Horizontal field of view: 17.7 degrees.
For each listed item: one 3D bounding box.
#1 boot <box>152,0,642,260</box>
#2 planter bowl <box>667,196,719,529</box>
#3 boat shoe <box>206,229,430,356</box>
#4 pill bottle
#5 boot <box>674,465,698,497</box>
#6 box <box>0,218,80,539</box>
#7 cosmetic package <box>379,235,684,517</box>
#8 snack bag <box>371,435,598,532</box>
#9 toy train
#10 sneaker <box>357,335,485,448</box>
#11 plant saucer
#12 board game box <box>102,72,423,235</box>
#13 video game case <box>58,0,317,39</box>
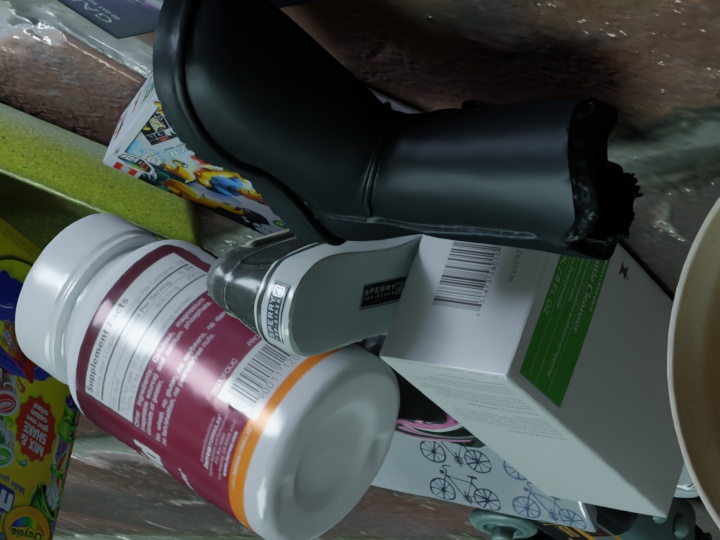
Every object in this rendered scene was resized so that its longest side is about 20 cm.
[{"bbox_3d":[0.022,-0.065,1.004,0.167,0.077,0.200,2,156,26],"label":"boot"},{"bbox_3d":[0.242,0.037,0.931,0.200,0.201,0.134,6,-175,41],"label":"planter bowl"},{"bbox_3d":[0.000,0.000,1.205,0.063,0.071,0.200,22,-166,33],"label":"boat shoe"},{"bbox_3d":[-0.087,0.054,1.258,0.200,0.114,0.114,31,170,30],"label":"pill bottle"},{"bbox_3d":[0.127,0.074,1.387,0.199,0.074,0.096,11,151,17],"label":"boot"},{"bbox_3d":[-0.275,0.065,1.407,0.121,0.194,0.200,-4,153,29],"label":"box"},{"bbox_3d":[0.104,0.044,1.226,0.085,0.108,0.200,8,160,37],"label":"cosmetic package"},{"bbox_3d":[0.042,0.066,1.378,0.188,0.021,0.201,10,134,35],"label":"snack bag"},{"bbox_3d":[0.157,0.164,1.573,0.114,0.086,0.200,-5,151,37],"label":"toy train"},{"bbox_3d":[0.001,0.057,1.332,0.200,0.080,0.086,29,170,37],"label":"sneaker"},{"bbox_3d":[-0.187,-0.044,1.416,0.199,0.048,0.200,22,164,-3],"label":"plant saucer"},{"bbox_3d":[-0.054,-0.067,1.197,0.126,0.035,0.200,23,164,-10],"label":"board game box"},{"bbox_3d":[-0.108,-0.153,1.021,0.143,0.019,0.200,32,162,-32],"label":"video game case"}]
